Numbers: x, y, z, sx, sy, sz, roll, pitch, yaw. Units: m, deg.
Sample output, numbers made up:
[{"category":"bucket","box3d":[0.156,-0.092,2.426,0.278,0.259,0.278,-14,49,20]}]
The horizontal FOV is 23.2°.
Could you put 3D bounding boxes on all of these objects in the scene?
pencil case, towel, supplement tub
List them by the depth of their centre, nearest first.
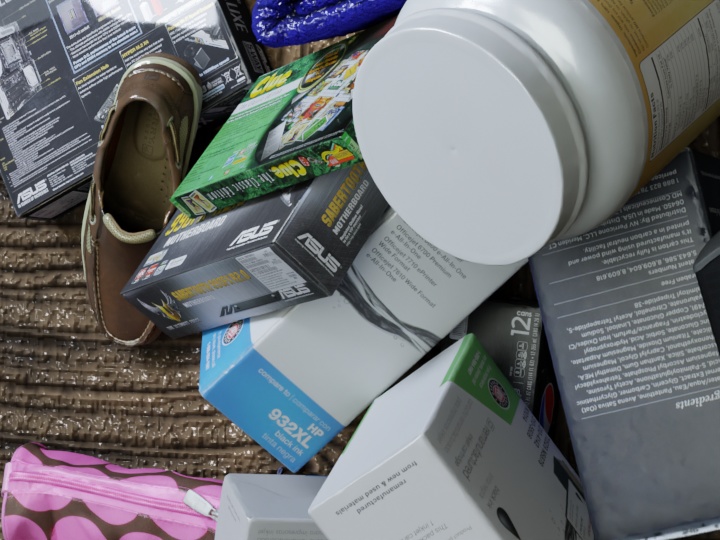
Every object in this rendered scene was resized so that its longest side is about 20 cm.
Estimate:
[{"category":"supplement tub","box3d":[0.103,-0.105,0.870,0.144,0.200,0.146,26,136,29]},{"category":"towel","box3d":[0.033,-0.170,1.024,0.147,0.200,0.050,-25,92,23]},{"category":"pencil case","box3d":[-0.144,0.162,1.146,0.198,0.094,0.092,5,73,21]}]

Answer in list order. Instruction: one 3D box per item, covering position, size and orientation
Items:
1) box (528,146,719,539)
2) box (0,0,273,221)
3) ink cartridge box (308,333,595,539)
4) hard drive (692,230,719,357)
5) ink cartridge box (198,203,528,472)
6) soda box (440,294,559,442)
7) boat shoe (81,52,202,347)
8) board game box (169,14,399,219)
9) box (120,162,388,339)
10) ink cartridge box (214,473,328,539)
[{"category":"box","box3d":[0.174,0.042,0.991,0.103,0.148,0.203,-14,83,21]},{"category":"box","box3d":[-0.172,-0.148,1.185,0.199,0.050,0.159,-28,79,19]},{"category":"ink cartridge box","box3d":[0.077,0.157,0.944,0.084,0.146,0.201,-35,98,23]},{"category":"hard drive","box3d":[0.232,0.025,0.933,0.042,0.200,0.136,-15,93,29]},{"category":"ink cartridge box","box3d":[0.000,0.000,1.055,0.084,0.145,0.200,42,107,-19]},{"category":"soda box","box3d":[0.080,0.117,1.068,0.063,0.071,0.203,7,92,20]},{"category":"boat shoe","box3d":[-0.148,-0.035,1.127,0.074,0.075,0.205,9,116,4]},{"category":"board game box","box3d":[-0.030,-0.087,0.976,0.023,0.199,0.105,41,65,-20]},{"category":"box","box3d":[-0.045,-0.046,1.037,0.199,0.048,0.159,-15,39,57]},{"category":"ink cartridge box","box3d":[-0.036,0.231,1.069,0.115,0.068,0.203,3,106,-19]}]
